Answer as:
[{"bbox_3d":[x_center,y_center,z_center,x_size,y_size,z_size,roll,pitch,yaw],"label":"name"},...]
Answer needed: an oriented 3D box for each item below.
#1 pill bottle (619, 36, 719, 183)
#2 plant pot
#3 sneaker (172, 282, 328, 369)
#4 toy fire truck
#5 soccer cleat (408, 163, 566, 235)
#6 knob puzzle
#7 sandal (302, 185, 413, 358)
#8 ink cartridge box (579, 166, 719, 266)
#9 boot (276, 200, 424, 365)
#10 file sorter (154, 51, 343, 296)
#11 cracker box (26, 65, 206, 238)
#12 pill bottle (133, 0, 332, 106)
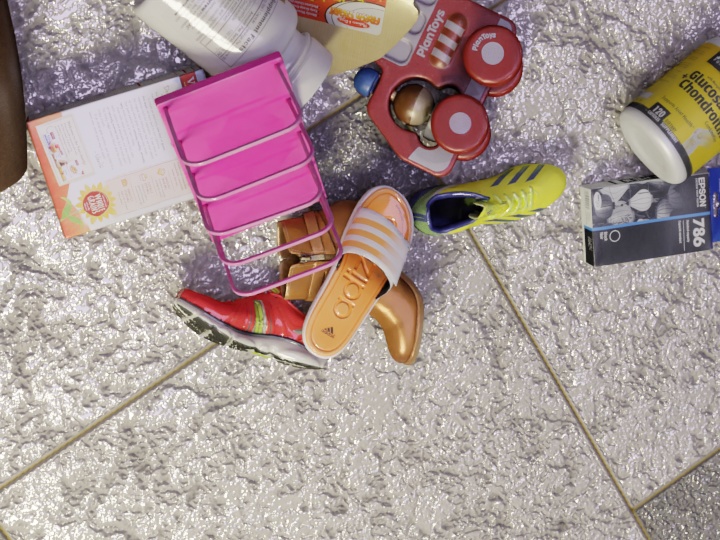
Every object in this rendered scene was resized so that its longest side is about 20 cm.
[{"bbox_3d":[0.414,-0.204,1.564,0.200,0.112,0.112,-39,107,-3],"label":"pill bottle"},{"bbox_3d":[-0.418,-0.178,1.346,0.186,0.187,0.201,-22,120,-9],"label":"plant pot"},{"bbox_3d":[-0.120,0.052,1.518,0.199,0.077,0.085,20,77,-21],"label":"sneaker"},{"bbox_3d":[0.086,-0.218,1.495,0.167,0.112,0.201,27,94,7],"label":"toy fire truck"},{"bbox_3d":[0.153,-0.079,1.540,0.199,0.084,0.065,-12,104,-11],"label":"soccer cleat"},{"bbox_3d":[-0.030,-0.304,1.441,0.218,0.031,0.221,7,130,8],"label":"knob puzzle"},{"bbox_3d":[0.007,0.005,1.457,0.079,0.059,0.208,28,79,-16],"label":"sandal"},{"bbox_3d":[0.369,-0.068,1.620,0.199,0.039,0.100,-10,103,-12],"label":"ink cartridge box"},{"bbox_3d":[-0.013,0.021,1.512,0.154,0.077,0.202,-10,98,-23],"label":"boot"},{"bbox_3d":[-0.108,-0.093,1.377,0.138,0.126,0.201,-21,135,-4],"label":"file sorter"},{"bbox_3d":[-0.249,-0.131,1.445,0.199,0.058,0.135,-18,107,-9],"label":"cracker box"},{"bbox_3d":[-0.131,-0.258,1.406,0.200,0.114,0.115,37,91,-22],"label":"pill bottle"}]
